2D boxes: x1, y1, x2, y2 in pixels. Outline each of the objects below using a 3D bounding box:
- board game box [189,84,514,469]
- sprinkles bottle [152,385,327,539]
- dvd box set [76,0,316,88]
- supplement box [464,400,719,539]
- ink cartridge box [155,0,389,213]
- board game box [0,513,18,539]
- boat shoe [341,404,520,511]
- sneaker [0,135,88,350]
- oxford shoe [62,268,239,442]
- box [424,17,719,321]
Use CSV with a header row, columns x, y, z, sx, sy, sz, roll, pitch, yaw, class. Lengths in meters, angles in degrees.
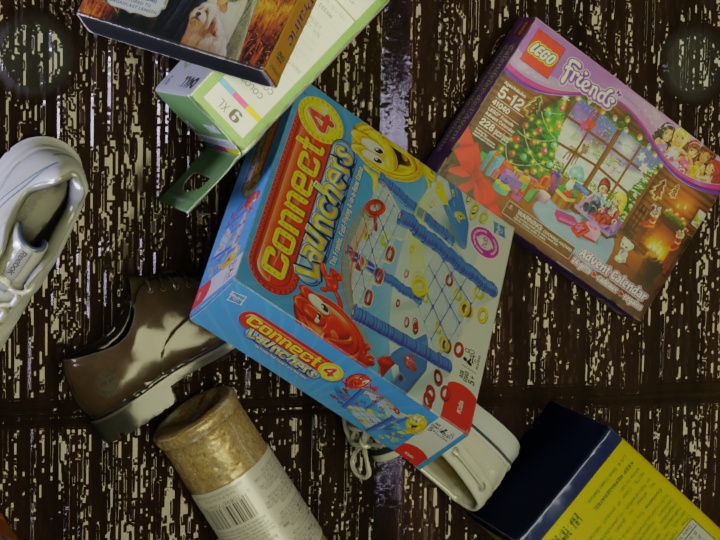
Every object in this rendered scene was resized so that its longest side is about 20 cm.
x,y,z,sx,sy,sz,roll,pitch,yaw,class
0.000,0.000,1.480,0.196,0.056,0.200,34,45,-20,board game box
-0.067,0.179,1.534,0.068,0.068,0.200,-34,106,-11,sprinkles bottle
-0.081,-0.229,1.431,0.146,0.029,0.200,19,74,21,dvd box set
0.194,0.207,1.603,0.200,0.109,0.109,43,83,-18,supplement box
-0.078,-0.134,1.471,0.059,0.104,0.200,44,83,-18,ink cartridge box
-0.358,0.198,1.371,0.200,0.200,0.200,32,86,-19,board game box
0.020,0.108,1.549,0.202,0.075,0.086,40,67,-25,boat shoe
-0.246,0.002,1.443,0.074,0.087,0.200,28,89,-21,sneaker
-0.118,0.026,1.497,0.200,0.073,0.085,-38,103,-11,oxford shoe
0.160,-0.073,1.592,0.200,0.039,0.137,34,85,-19,box
